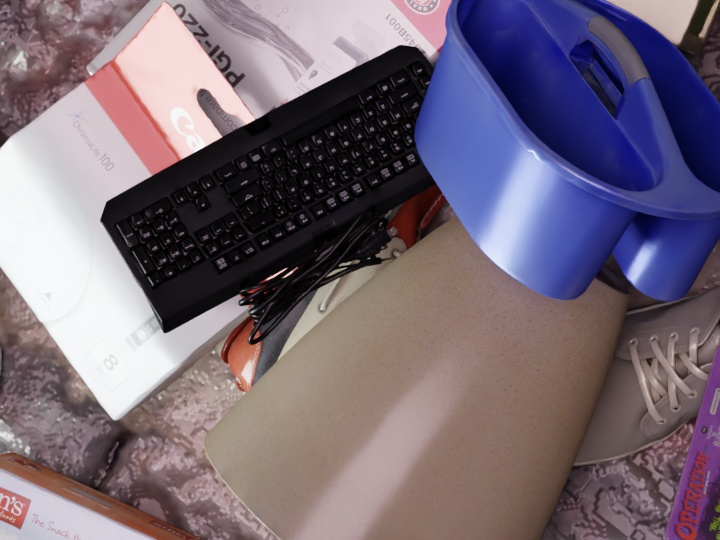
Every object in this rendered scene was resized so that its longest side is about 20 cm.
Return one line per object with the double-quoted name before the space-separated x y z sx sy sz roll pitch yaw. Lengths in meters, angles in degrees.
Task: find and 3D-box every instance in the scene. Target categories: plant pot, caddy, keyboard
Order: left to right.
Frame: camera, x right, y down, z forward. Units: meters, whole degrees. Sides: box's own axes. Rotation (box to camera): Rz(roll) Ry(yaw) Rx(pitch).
"keyboard" -0.028 -0.038 1.501 0.200 0.040 0.104 -30 84 -14
"plant pot" 0.049 0.065 1.529 0.187 0.187 0.200 39 100 12
"caddy" 0.115 -0.074 1.456 0.200 0.141 0.105 58 136 42

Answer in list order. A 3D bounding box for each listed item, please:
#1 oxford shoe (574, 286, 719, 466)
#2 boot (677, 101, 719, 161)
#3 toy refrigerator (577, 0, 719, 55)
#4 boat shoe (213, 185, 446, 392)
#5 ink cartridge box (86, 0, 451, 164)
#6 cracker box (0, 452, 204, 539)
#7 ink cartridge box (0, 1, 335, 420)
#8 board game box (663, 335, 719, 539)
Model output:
"oxford shoe" 0.174 0.050 1.564 0.199 0.058 0.075 -23 88 17
"boot" 0.246 -0.034 1.501 0.154 0.073 0.204 53 134 9
"toy refrigerator" 0.192 -0.221 1.549 0.070 0.076 0.201 24 96 14
"boat shoe" 0.000 0.000 1.602 0.200 0.071 0.063 -47 64 17
"ink cartridge box" -0.032 -0.129 1.607 0.200 0.085 0.146 -45 79 13
"cracker box" -0.190 0.223 1.665 0.134 0.058 0.201 23 97 13
"ink cartridge box" -0.123 -0.029 1.584 0.160 0.047 0.200 54 135 4
"board game box" 0.238 0.082 1.509 0.120 0.032 0.201 19 127 10
